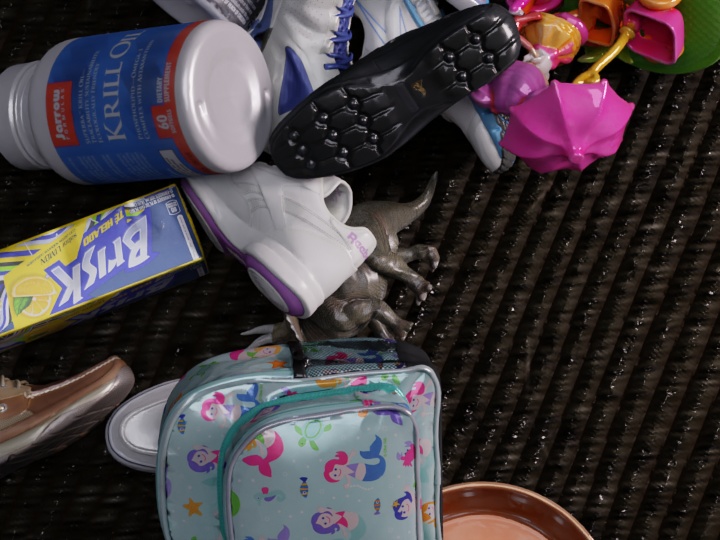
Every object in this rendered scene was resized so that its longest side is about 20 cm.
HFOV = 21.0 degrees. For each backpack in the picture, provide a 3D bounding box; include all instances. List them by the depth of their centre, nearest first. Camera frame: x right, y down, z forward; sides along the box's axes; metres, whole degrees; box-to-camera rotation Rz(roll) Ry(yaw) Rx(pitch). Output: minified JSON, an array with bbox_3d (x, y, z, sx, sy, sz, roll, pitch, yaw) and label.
[{"bbox_3d":[-0.043,0.143,1.344,0.199,0.151,0.178,0,104,0],"label":"backpack"}]

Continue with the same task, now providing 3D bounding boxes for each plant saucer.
[{"bbox_3d":[0.090,0.257,1.429,0.200,0.032,0.201,0,78,0],"label":"plant saucer"}]

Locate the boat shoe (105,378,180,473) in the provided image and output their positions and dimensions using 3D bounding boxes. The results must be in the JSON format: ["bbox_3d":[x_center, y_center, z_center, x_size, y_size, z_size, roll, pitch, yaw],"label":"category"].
[{"bbox_3d":[-0.094,0.105,1.441,0.200,0.065,0.074,-12,79,-2],"label":"boat shoe"}]

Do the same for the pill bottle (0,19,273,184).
[{"bbox_3d":[-0.174,-0.120,1.432,0.200,0.112,0.113,-4,76,32],"label":"pill bottle"}]

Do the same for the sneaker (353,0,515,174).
[{"bbox_3d":[0.047,-0.151,1.502,0.087,0.075,0.200,-33,78,8],"label":"sneaker"}]

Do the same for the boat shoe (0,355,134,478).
[{"bbox_3d":[-0.264,0.111,1.437,0.200,0.076,0.072,-29,78,-8],"label":"boat shoe"}]

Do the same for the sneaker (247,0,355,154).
[{"bbox_3d":[-0.028,-0.163,1.469,0.115,0.081,0.200,35,104,12],"label":"sneaker"}]

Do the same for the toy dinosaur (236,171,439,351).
[{"bbox_3d":[0.000,0.000,1.459,0.102,0.077,0.200,31,84,-7],"label":"toy dinosaur"}]

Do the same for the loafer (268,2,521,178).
[{"bbox_3d":[0.025,-0.129,1.404,0.200,0.070,0.068,-30,103,7],"label":"loafer"}]

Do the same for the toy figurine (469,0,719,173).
[{"bbox_3d":[0.150,-0.157,1.434,0.200,0.150,0.184,20,55,25],"label":"toy figurine"}]

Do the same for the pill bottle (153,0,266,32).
[{"bbox_3d":[-0.080,-0.281,1.501,0.106,0.106,0.200,34,79,6],"label":"pill bottle"}]

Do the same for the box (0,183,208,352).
[{"bbox_3d":[-0.218,0.004,1.460,0.200,0.070,0.064,-22,82,-4],"label":"box"}]

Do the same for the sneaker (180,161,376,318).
[{"bbox_3d":[-0.063,-0.045,1.447,0.100,0.075,0.200,-37,51,-10],"label":"sneaker"}]

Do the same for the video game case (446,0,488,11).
[{"bbox_3d":[0.023,-0.292,1.462,0.200,0.018,0.143,33,43,-28],"label":"video game case"}]
